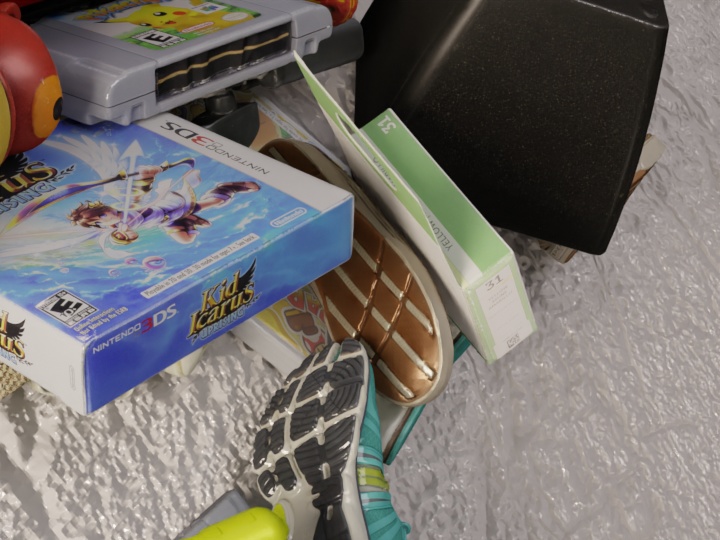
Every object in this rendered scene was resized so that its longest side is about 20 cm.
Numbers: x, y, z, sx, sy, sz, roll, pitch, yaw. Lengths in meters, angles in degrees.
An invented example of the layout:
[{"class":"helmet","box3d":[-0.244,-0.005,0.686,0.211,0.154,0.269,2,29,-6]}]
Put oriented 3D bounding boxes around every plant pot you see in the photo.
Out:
[{"class":"plant pot","box3d":[0.116,-0.161,1.092,0.198,0.178,0.201,15,43,-12]}]

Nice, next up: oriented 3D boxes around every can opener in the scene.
[{"class":"can opener","box3d":[-0.066,-0.128,1.022,0.200,0.052,0.067,-35,122,-51]}]

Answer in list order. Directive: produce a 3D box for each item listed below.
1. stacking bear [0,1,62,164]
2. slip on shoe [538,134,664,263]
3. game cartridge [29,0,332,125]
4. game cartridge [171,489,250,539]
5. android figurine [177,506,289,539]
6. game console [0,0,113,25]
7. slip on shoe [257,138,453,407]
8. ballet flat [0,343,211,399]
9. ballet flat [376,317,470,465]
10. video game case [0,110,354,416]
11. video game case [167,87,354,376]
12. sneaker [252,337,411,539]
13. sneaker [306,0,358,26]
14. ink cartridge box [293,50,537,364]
[{"class":"stacking bear","box3d":[-0.216,-0.073,0.744,0.113,0.123,0.200,13,26,14]},{"class":"slip on shoe","box3d":[0.188,-0.072,1.238,0.060,0.076,0.200,39,41,9]},{"class":"game cartridge","box3d":[-0.129,-0.143,0.941,0.199,0.132,0.041,-29,126,-45]},{"class":"game cartridge","box3d":[-0.085,0.217,0.787,0.133,0.042,0.200,49,39,1]},{"class":"android figurine","box3d":[-0.036,0.207,0.730,0.198,0.041,0.184,-18,82,-23]},{"class":"game console","box3d":[-0.185,-0.211,0.889,0.172,0.119,0.199,43,42,18]},{"class":"slip on shoe","box3d":[0.000,0.000,0.956,0.200,0.076,0.060,51,17,26]},{"class":"ballet flat","box3d":[-0.132,0.033,0.859,0.199,0.067,0.076,-14,97,-41]},{"class":"ballet flat","box3d":[0.029,0.058,1.003,0.070,0.069,0.200,48,36,-6]},{"class":"video game case","box3d":[-0.133,-0.020,0.804,0.180,0.046,0.199,24,36,31]},{"class":"video game case","box3d":[-0.078,-0.045,0.995,0.200,0.023,0.183,40,41,-17]},{"class":"sneaker","box3d":[-0.012,0.133,0.861,0.080,0.077,0.202,38,40,-43]},{"class":"sneaker","box3d":[-0.081,-0.234,1.047,0.199,0.073,0.077,33,39,13]},{"class":"ink cartridge box","box3d":[0.037,-0.045,0.936,0.146,0.048,0.201,52,-8,33]}]
